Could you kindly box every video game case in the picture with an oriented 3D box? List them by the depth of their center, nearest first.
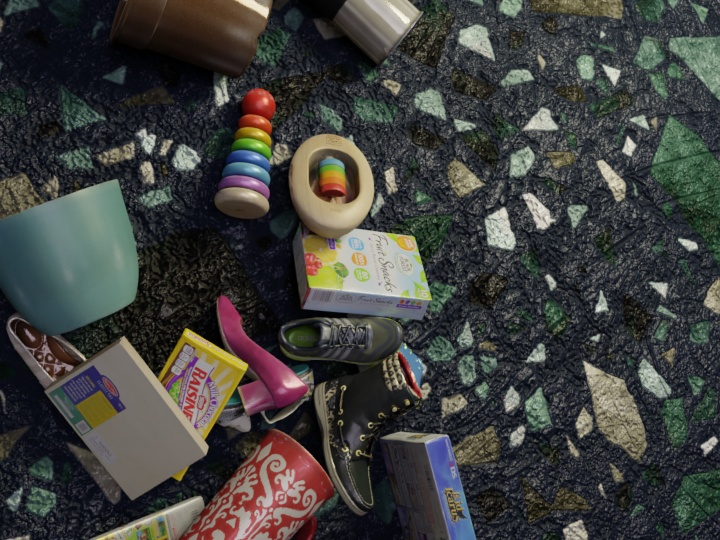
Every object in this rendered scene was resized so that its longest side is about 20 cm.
[{"bbox_3d":[-0.268,0.435,1.112,0.180,0.023,0.204,-10,85,-49],"label":"video game case"},{"bbox_3d":[0.102,0.345,1.218,0.045,0.181,0.204,-13,86,-22],"label":"video game case"}]

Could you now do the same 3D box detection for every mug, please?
[{"bbox_3d":[-0.135,0.357,1.142,0.200,0.133,0.178,-44,102,-29],"label":"mug"}]

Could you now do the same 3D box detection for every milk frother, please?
[{"bbox_3d":[0.029,-0.474,1.317,0.187,0.200,0.182,39,67,-10],"label":"milk frother"}]

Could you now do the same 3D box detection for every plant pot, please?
[{"bbox_3d":[-0.390,-0.010,1.095,0.198,0.200,0.164,-23,100,-22],"label":"plant pot"},{"bbox_3d":[-0.247,-0.393,1.216,0.196,0.199,0.204,20,75,-25],"label":"plant pot"}]

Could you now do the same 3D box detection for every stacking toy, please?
[{"bbox_3d":[-0.172,-0.187,1.266,0.084,0.085,0.204,11,71,-18],"label":"stacking toy"}]

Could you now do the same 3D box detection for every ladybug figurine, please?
[{"bbox_3d":[-0.048,-0.128,1.275,0.133,0.072,0.203,8,52,-9],"label":"ladybug figurine"}]

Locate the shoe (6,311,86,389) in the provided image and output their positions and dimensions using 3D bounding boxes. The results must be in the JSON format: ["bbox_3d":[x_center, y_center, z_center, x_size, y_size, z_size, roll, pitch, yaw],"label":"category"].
[{"bbox_3d":[-0.415,0.137,1.131,0.200,0.053,0.070,48,69,-7],"label":"shoe"}]

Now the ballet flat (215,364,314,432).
[{"bbox_3d":[-0.157,0.200,1.211,0.197,0.072,0.073,-15,87,-20],"label":"ballet flat"}]

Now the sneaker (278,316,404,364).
[{"bbox_3d":[-0.033,0.103,1.221,0.196,0.081,0.075,-5,80,8],"label":"sneaker"}]

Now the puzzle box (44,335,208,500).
[{"bbox_3d":[-0.317,0.203,1.118,0.132,0.025,0.202,-30,106,9],"label":"puzzle box"}]

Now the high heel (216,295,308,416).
[{"bbox_3d":[-0.149,0.111,1.194,0.094,0.068,0.202,-18,54,-11],"label":"high heel"}]

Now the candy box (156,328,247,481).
[{"bbox_3d":[-0.248,0.190,1.143,0.101,0.026,0.202,29,105,-10],"label":"candy box"}]

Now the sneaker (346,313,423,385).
[{"bbox_3d":[0.042,0.131,1.302,0.104,0.075,0.204,6,67,-48],"label":"sneaker"}]

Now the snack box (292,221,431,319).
[{"bbox_3d":[0.000,0.000,1.271,0.196,0.053,0.144,7,45,-19],"label":"snack box"}]

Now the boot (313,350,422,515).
[{"bbox_3d":[0.021,0.229,1.181,0.152,0.073,0.206,-28,59,17],"label":"boot"}]
